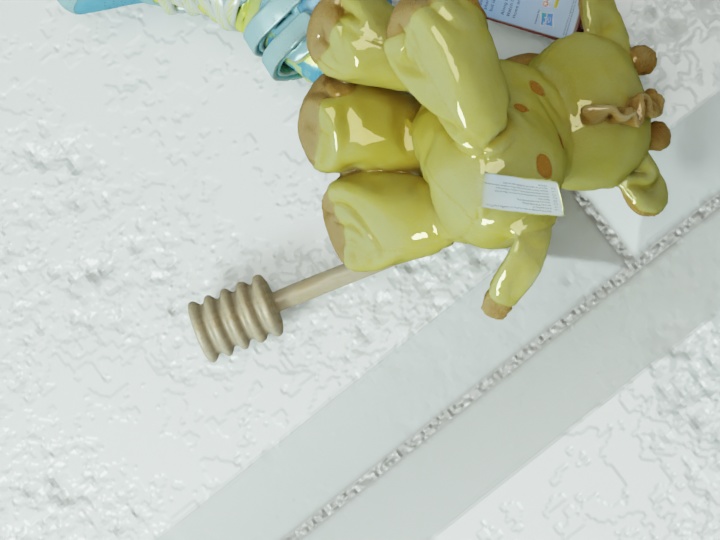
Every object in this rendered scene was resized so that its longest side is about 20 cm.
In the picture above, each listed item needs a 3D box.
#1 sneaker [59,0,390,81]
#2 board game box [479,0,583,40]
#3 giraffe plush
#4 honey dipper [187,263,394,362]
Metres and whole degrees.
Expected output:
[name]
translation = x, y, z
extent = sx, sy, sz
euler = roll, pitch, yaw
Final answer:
[sneaker]
translation = -0.076, -0.153, 1.472
extent = 0.199, 0.080, 0.132
euler = -18, 79, 9
[board game box]
translation = 0.103, -0.237, 1.467
extent = 0.102, 0.019, 0.201
euler = 18, 96, 16
[giraffe plush]
translation = 0.085, -0.082, 1.404
extent = 0.199, 0.162, 0.174
euler = 28, 126, 37
[honey dipper]
translation = 0.000, 0.000, 1.472
extent = 0.199, 0.038, 0.038
euler = -21, 80, 3
